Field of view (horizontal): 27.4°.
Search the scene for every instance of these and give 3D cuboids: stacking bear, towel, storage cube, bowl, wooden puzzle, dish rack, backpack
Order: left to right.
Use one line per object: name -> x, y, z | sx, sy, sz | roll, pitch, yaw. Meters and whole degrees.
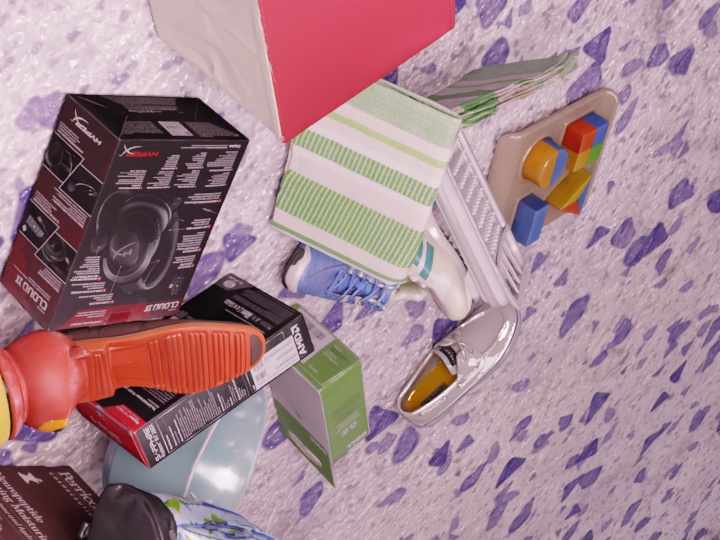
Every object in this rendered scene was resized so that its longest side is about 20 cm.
stacking bear -> -0.310, 0.104, 1.169 | 0.199, 0.114, 0.121 | -16, 164, -30
bowl -> -0.178, 0.184, 1.438 | 0.201, 0.104, 0.202 | 19, 90, -76
backpack -> -0.146, 0.278, 1.292 | 0.200, 0.153, 0.164 | 28, 76, -67
storage cube -> -0.051, -0.242, 1.108 | 0.179, 0.171, 0.200 | -36, 148, -20
towel -> 0.000, -0.090, 1.364 | 0.023, 0.152, 0.201 | -48, 160, -49
towel -> 0.099, -0.167, 1.429 | 0.200, 0.152, 0.024 | -30, 109, -37
dish rack -> 0.108, -0.059, 1.500 | 0.043, 0.201, 0.172 | -23, -168, 16
wooden puzzle -> 0.226, -0.107, 1.755 | 0.199, 0.046, 0.186 | -25, 142, -37

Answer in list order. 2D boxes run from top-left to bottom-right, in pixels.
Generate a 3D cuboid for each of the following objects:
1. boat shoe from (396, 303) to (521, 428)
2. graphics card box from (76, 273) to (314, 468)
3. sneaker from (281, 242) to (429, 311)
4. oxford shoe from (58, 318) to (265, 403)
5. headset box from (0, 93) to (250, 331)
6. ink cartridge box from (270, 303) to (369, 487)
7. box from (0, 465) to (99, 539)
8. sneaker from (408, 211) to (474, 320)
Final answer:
boat shoe -> 0.119, 0.110, 1.835 | 0.200, 0.071, 0.070 | -45, 153, 4
graphics card box -> -0.157, 0.089, 1.373 | 0.200, 0.125, 0.051 | -36, 127, -25
sneaker -> 0.000, 0.000, 1.539 | 0.199, 0.077, 0.076 | -6, 130, -49
oxford shoe -> -0.184, 0.063, 1.297 | 0.199, 0.073, 0.072 | -4, 122, -14
headset box -> -0.198, -0.041, 1.226 | 0.148, 0.077, 0.201 | -7, 130, -50
ink cartridge box -> -0.046, 0.137, 1.602 | 0.059, 0.104, 0.201 | -36, 147, -21
box -> -0.322, 0.287, 1.333 | 0.200, 0.166, 0.165 | 11, 113, -57
sneaker -> 0.040, -0.024, 1.512 | 0.093, 0.070, 0.201 | -31, 109, -17
